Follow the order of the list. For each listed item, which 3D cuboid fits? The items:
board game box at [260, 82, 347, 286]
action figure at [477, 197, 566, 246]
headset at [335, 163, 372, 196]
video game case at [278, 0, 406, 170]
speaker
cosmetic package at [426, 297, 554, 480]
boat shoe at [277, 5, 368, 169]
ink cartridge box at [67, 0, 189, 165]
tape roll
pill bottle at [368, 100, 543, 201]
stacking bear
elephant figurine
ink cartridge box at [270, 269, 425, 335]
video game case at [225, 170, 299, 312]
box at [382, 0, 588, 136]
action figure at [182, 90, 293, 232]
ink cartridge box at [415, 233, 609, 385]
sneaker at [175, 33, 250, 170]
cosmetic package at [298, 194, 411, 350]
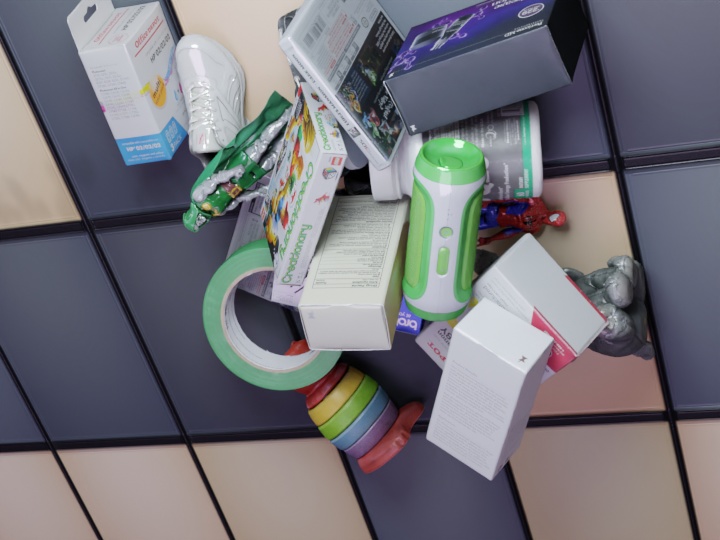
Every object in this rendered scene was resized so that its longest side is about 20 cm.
[{"bbox_3d":[-0.068,-0.098,1.621,0.034,0.127,0.201,3,132,-21],"label":"board game box"},{"bbox_3d":[0.157,-0.068,1.748,0.198,0.052,0.066,1,123,14],"label":"action figure"},{"bbox_3d":[-0.008,-0.118,1.731,0.199,0.094,0.124,-25,116,21],"label":"headset"},{"bbox_3d":[-0.002,-0.235,1.570,0.023,0.201,0.182,-25,115,33],"label":"video game case"},{"bbox_3d":[0.093,-0.045,1.585,0.088,0.089,0.202,11,125,10],"label":"speaker"},{"bbox_3d":[0.150,0.142,1.656,0.101,0.071,0.201,31,138,19],"label":"cosmetic package"},{"bbox_3d":[-0.048,-0.212,1.663,0.068,0.073,0.201,-14,103,36],"label":"boat shoe"},{"bbox_3d":[-0.272,-0.245,1.705,0.067,0.116,0.201,-5,125,21],"label":"ink cartridge box"},{"bbox_3d":[-0.109,0.058,1.865,0.198,0.048,0.203,4,110,11],"label":"tape roll"},{"bbox_3d":[0.111,-0.136,1.644,0.198,0.114,0.114,-4,126,6],"label":"pill bottle"},{"bbox_3d":[-0.027,0.176,1.960,0.200,0.122,0.114,44,120,-5],"label":"stacking bear"},{"bbox_3d":[0.252,0.044,1.760,0.198,0.141,0.157,-4,91,25],"label":"elephant figurine"},{"bbox_3d":[-0.010,0.011,1.773,0.198,0.044,0.095,13,117,8],"label":"ink cartridge box"},{"bbox_3d":[-0.081,-0.030,1.870,0.181,0.023,0.201,22,129,1],"label":"video game case"},{"bbox_3d":[0.141,-0.240,1.559,0.198,0.142,0.079,-16,121,27],"label":"box"},{"bbox_3d":[-0.142,-0.121,1.718,0.200,0.055,0.118,-43,145,8],"label":"action figure"},{"bbox_3d":[0.179,0.073,1.696,0.145,0.083,0.200,47,141,2],"label":"ink cartridge box"},{"bbox_3d":[-0.182,-0.191,1.727,0.077,0.100,0.201,-5,124,21],"label":"sneaker"},{"bbox_3d":[0.000,0.000,1.645,0.104,0.201,0.072,0,131,15],"label":"cosmetic package"}]
